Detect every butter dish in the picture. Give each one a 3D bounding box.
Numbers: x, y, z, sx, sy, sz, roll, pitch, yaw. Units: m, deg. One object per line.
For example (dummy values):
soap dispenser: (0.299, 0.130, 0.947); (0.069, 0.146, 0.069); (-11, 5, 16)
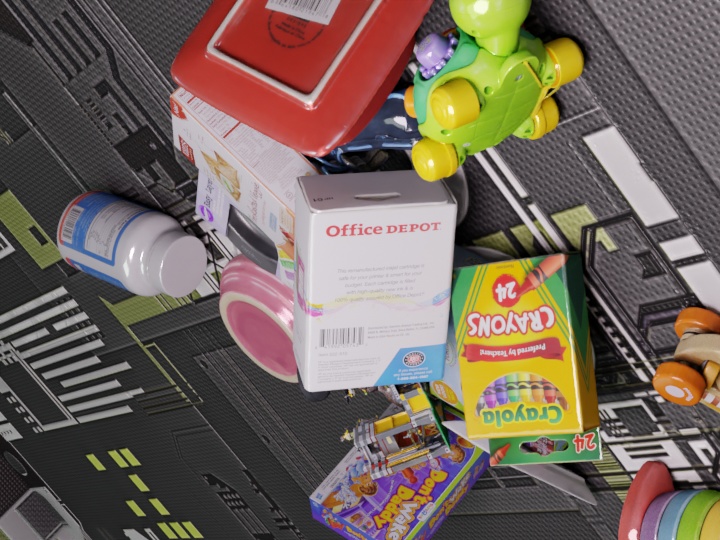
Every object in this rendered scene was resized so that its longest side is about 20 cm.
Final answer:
butter dish: (-0.035, -0.194, 1.336); (0.199, 0.200, 0.148); (29, 171, 28)

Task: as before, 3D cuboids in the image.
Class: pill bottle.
pill bottle: (-0.298, -0.030, 1.919); (0.199, 0.112, 0.113); (21, 143, 37)

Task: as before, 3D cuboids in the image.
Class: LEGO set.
LEGO set: (0.020, 0.138, 1.669); (0.154, 0.115, 0.201); (-100, -14, -50)

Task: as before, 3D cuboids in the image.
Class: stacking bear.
stacking bear: (0.371, 0.274, 1.466); (0.199, 0.114, 0.122); (0, 129, 46)

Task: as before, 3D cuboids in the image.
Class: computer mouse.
computer mouse: (-0.038, 0.086, 1.689); (0.034, 0.201, 0.059); (-18, 116, 17)

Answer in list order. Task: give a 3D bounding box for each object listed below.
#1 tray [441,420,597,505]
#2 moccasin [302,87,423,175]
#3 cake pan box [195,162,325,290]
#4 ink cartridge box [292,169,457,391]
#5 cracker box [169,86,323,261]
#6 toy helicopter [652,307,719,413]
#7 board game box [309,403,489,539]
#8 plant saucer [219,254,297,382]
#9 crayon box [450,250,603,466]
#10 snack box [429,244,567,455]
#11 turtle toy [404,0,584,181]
tray: (0.182, 0.208, 1.614); (0.107, 0.022, 0.199); (27, 178, 43)
moccasin: (-0.006, -0.125, 1.444); (0.199, 0.080, 0.069); (-14, 95, 58)
cake pan box: (-0.105, -0.078, 1.676); (0.184, 0.052, 0.201); (40, 150, 13)
ink cartridge box: (0.011, 0.008, 1.425); (0.085, 0.143, 0.202); (-113, 22, -57)
cracker box: (-0.110, -0.106, 1.513); (0.200, 0.058, 0.134); (44, 165, 9)
toy helicopter: (0.358, 0.124, 1.343); (0.131, 0.079, 0.201); (9, 147, 33)
board game box: (0.053, 0.243, 1.730); (0.134, 0.200, 0.045); (27, 146, 27)
plant saucer: (-0.110, 0.071, 1.873); (0.200, 0.051, 0.201); (31, 148, 22)
crayon box: (0.160, 0.089, 1.405); (0.126, 0.051, 0.202); (-8, 88, 31)
snack box: (0.152, 0.089, 1.542); (0.168, 0.068, 0.201); (28, 146, 26)
turtle toy: (0.103, -0.172, 1.219); (0.102, 0.145, 0.201); (57, 156, 22)
